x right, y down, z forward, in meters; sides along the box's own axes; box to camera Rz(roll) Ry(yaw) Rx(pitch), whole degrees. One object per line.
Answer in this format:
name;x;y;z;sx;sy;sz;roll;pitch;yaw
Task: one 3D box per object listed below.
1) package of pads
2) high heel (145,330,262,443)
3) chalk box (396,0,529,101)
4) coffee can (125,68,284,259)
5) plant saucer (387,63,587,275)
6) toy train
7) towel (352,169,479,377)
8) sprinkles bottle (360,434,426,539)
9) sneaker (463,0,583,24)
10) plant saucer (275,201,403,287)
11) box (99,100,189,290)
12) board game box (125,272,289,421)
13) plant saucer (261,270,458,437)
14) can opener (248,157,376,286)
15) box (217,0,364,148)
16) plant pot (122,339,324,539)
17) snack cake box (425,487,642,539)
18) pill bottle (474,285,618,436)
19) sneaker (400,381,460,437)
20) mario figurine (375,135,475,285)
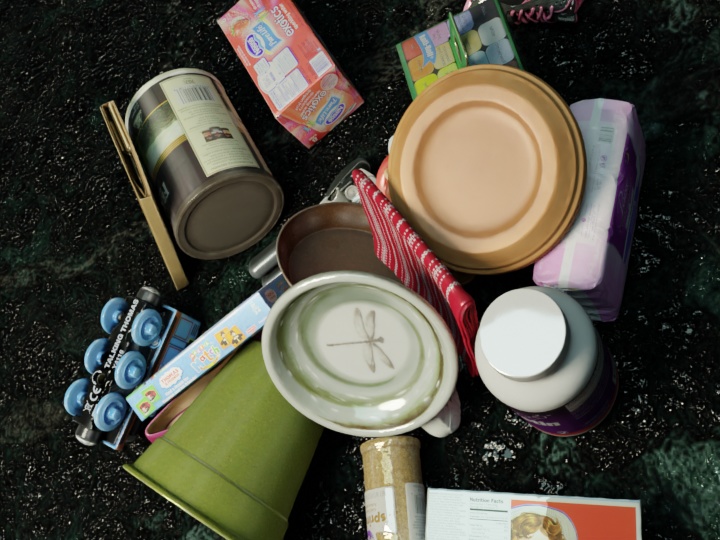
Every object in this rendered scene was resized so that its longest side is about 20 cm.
package of pads;0.237;-0.059;0.878;0.074;0.120;0.204;8;75;28
high heel;-0.169;0.132;1.020;0.200;0.096;0.067;-47;58;4
chalk box;0.123;-0.196;0.937;0.122;0.200;0.127;-22;63;16
coffee can;-0.202;-0.138;1.107;0.145;0.146;0.202;-37;59;9
plant saucer;0.115;-0.096;0.825;0.196;0.037;0.205;2;96;23
toy train;-0.282;0.124;1.068;0.086;0.114;0.203;15;78;32
towel;0.058;0.003;0.860;0.022;0.145;0.201;-33;57;-8
sprinkles bottle;0.039;0.276;0.882;0.067;0.068;0.204;-13;66;21
sneaker;0.216;-0.326;1.021;0.198;0.079;0.097;-28;73;16
plant saucer;0.000;0.000;0.963;0.201;0.198;0.035;48;138;30
box;-0.273;-0.091;1.099;0.021;0.201;0.165;-23;60;-12
board game box;-0.158;0.078;0.981;0.199;0.151;0.037;-37;93;15
plant saucer;0.001;0.076;0.858;0.197;0.202;0.051;-14;28;20
can opener;-0.053;-0.053;1.067;0.199;0.053;0.067;-42;25;5
box;-0.093;-0.276;1.133;0.102;0.095;0.201;-38;60;9
plant pot;-0.122;0.187;0.942;0.198;0.201;0.192;23;70;30
snack cake box;0.158;0.270;0.801;0.196;0.067;0.117;1;68;11
pill bottle;0.174;0.085;0.809;0.110;0.200;0.115;-9;67;22
sneaker;0.025;0.121;0.954;0.200;0.077;0.100;42;120;22
mario figurine;0.083;-0.080;0.959;0.104;0.125;0.202;-4;41;-14
